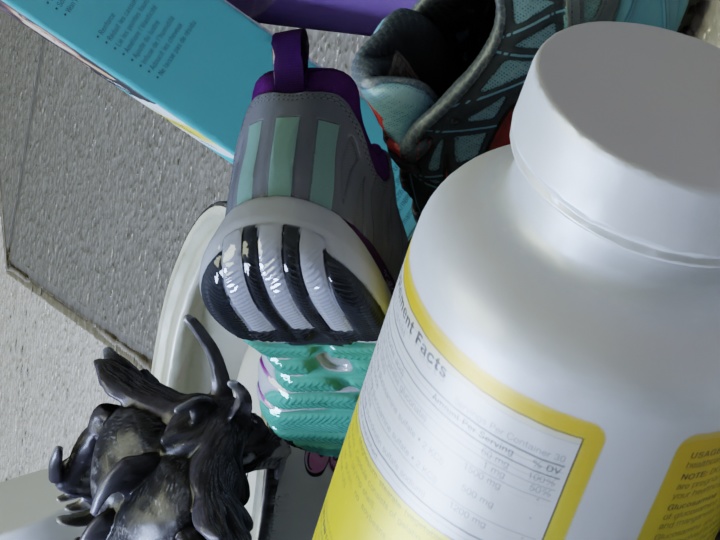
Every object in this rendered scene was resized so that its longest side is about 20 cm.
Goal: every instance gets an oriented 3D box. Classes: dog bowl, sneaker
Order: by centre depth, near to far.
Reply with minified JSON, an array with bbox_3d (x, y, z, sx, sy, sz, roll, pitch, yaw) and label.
[{"bbox_3d":[0.000,0.000,0.779,0.200,0.074,0.088,71,-157,-67],"label":"sneaker"},{"bbox_3d":[0.037,-0.054,0.791,0.080,0.095,0.201,-109,30,-51],"label":"sneaker"},{"bbox_3d":[-0.034,0.074,1.009,0.200,0.073,0.202,-175,90,-71],"label":"dog bowl"}]

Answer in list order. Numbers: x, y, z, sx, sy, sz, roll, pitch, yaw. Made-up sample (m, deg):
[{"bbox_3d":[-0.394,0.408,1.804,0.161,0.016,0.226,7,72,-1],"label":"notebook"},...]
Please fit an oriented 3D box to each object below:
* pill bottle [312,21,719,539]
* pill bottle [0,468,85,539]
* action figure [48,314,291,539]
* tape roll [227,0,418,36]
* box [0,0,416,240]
[{"bbox_3d":[0.058,0.035,0.680,0.112,0.111,0.201,-108,30,-50],"label":"pill bottle"},{"bbox_3d":[-0.131,0.199,1.097,0.114,0.113,0.201,-161,53,-71],"label":"pill bottle"},{"bbox_3d":[-0.069,0.106,0.870,0.119,0.102,0.201,47,120,33],"label":"action figure"},{"bbox_3d":[0.003,-0.194,0.949,0.200,0.084,0.202,-175,90,-71],"label":"tape roll"},{"bbox_3d":[-0.063,-0.080,0.936,0.049,0.199,0.082,-57,20,-1],"label":"box"}]
